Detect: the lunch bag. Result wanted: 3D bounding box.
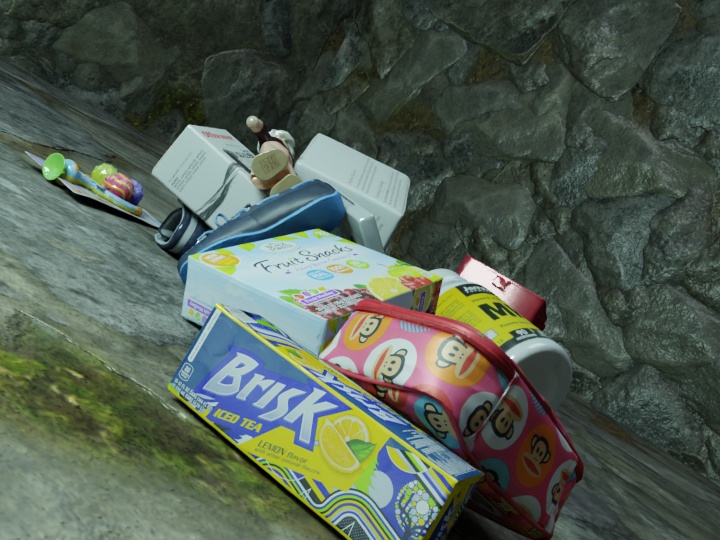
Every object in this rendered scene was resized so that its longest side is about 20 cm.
[{"bbox_3d":[0.060,0.112,0.595,0.175,0.082,0.200,10,-34,49],"label":"lunch bag"}]

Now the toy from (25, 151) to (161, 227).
[{"bbox_3d":[-0.346,-0.118,1.066,0.115,0.047,0.200,34,5,26],"label":"toy"}]

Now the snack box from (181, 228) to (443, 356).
[{"bbox_3d":[-0.042,0.025,0.753,0.168,0.068,0.199,22,21,31],"label":"snack box"}]

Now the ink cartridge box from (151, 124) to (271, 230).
[{"bbox_3d":[-0.151,-0.093,1.013,0.200,0.084,0.144,41,12,2],"label":"ink cartridge box"}]

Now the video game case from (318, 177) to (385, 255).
[{"bbox_3d":[0.000,0.000,0.962,0.182,0.024,0.202,-137,-152,-61],"label":"video game case"}]

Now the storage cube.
[{"bbox_3d":[0.244,0.107,1.521,0.199,0.181,0.171,33,-5,20],"label":"storage cube"}]

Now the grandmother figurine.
[{"bbox_3d":[-0.110,-0.142,0.991,0.200,0.060,0.122,-109,176,-72],"label":"grandmother figurine"}]

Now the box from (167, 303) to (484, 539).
[{"bbox_3d":[-0.026,0.103,0.500,0.199,0.070,0.064,32,2,26],"label":"box"}]

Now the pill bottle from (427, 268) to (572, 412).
[{"bbox_3d":[0.131,0.083,0.869,0.114,0.115,0.200,27,10,-37],"label":"pill bottle"}]

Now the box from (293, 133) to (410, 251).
[{"bbox_3d":[-0.044,-0.068,1.189,0.170,0.200,0.200,25,23,-4],"label":"box"}]

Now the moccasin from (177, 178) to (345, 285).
[{"bbox_3d":[-0.113,-0.039,0.880,0.068,0.198,0.081,54,-17,47],"label":"moccasin"}]

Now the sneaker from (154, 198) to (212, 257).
[{"bbox_3d":[-0.215,-0.051,1.049,0.108,0.070,0.200,31,6,-18],"label":"sneaker"}]
